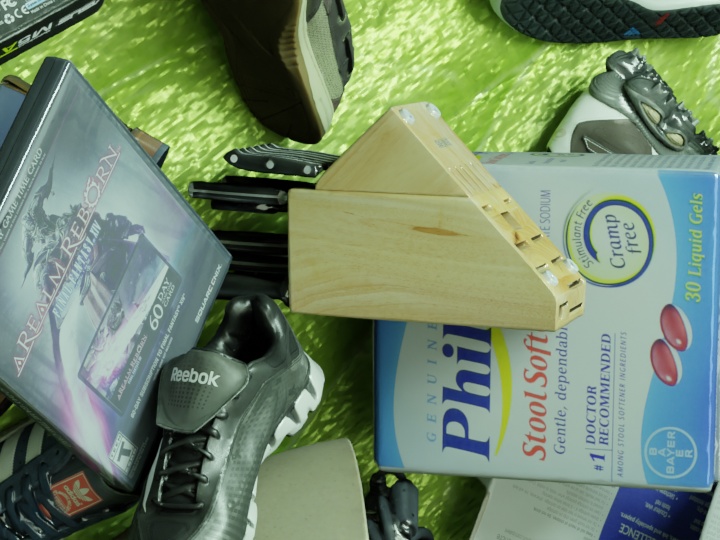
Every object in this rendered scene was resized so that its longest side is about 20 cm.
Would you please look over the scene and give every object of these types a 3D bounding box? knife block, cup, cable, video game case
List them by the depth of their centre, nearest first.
[{"bbox_3d":[-0.133,0.008,0.955,0.143,0.019,0.200,-68,153,-20],"label":"video game case"},{"bbox_3d":[0.000,0.000,1.067,0.176,0.064,0.200,-45,81,21],"label":"knife block"},{"bbox_3d":[-0.070,0.199,1.071,0.142,0.200,0.201,-4,100,-6],"label":"cup"},{"bbox_3d":[0.036,0.227,1.141,0.051,0.163,0.201,-10,123,2],"label":"cable"}]

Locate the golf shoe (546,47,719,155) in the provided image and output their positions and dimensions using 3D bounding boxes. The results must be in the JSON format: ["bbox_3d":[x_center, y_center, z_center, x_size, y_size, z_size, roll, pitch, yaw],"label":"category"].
[{"bbox_3d":[0.194,-0.053,1.244,0.094,0.078,0.200,-41,122,10],"label":"golf shoe"}]

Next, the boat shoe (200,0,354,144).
[{"bbox_3d":[-0.045,-0.156,1.062,0.065,0.073,0.200,-59,157,-30],"label":"boat shoe"}]

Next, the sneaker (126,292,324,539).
[{"bbox_3d":[-0.081,0.088,1.000,0.200,0.066,0.091,-62,146,-41],"label":"sneaker"}]

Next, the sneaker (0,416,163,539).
[{"bbox_3d":[-0.172,0.122,1.046,0.200,0.084,0.075,-42,114,-18],"label":"sneaker"}]

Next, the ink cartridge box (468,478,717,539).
[{"bbox_3d":[0.166,0.123,1.261,0.197,0.047,0.201,28,85,-31],"label":"ink cartridge box"}]

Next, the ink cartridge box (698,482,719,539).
[{"bbox_3d":[0.261,0.134,1.229,0.198,0.043,0.201,-14,124,-67],"label":"ink cartridge box"}]

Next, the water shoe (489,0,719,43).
[{"bbox_3d":[0.163,-0.190,1.212,0.199,0.071,0.079,-1,70,-28],"label":"water shoe"}]

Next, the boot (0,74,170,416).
[{"bbox_3d":[-0.193,-0.006,1.041,0.097,0.075,0.201,32,93,-2],"label":"boot"}]

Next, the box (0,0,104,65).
[{"bbox_3d":[-0.254,-0.171,0.943,0.200,0.048,0.194,-33,86,-21],"label":"box"}]

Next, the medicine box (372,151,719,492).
[{"bbox_3d":[0.114,0.025,1.126,0.199,0.103,0.183,2,98,13],"label":"medicine box"}]
